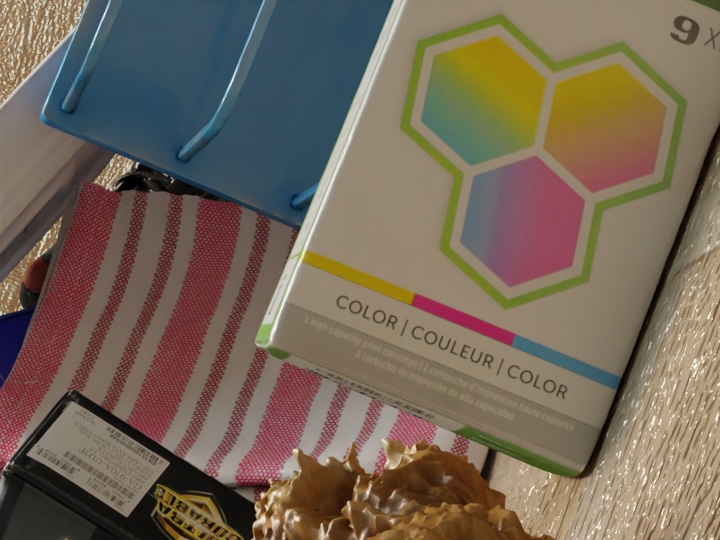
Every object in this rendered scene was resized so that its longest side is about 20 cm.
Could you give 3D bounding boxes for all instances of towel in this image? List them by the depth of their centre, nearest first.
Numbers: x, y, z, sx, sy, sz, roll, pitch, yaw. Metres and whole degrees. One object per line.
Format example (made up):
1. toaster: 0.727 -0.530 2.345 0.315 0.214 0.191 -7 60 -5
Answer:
1. towel: -0.038 0.027 1.023 0.030 0.199 0.147 75 -157 -46

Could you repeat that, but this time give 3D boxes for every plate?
1. plate: -0.145 -0.027 1.075 0.200 0.032 0.200 -49 1 -9

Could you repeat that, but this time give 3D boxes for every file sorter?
1. file sorter: 0.008 -0.084 0.943 0.123 0.200 0.139 162 131 -79

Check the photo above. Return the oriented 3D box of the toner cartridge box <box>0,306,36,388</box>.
1. toner cartridge box: -0.081 0.088 1.052 0.200 0.095 0.043 46 137 36

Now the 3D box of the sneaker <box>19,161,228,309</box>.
1. sneaker: -0.081 -0.033 1.220 0.200 0.071 0.098 -27 -58 -42

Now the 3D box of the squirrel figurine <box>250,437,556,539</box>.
1. squirrel figurine: -0.007 0.142 0.650 0.200 0.141 0.187 -55 -9 -13

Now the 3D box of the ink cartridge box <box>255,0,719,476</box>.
1. ink cartridge box: 0.053 -0.049 0.818 0.059 0.104 0.200 156 137 -83

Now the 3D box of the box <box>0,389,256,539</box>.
1. box: -0.072 0.153 0.938 0.046 0.159 0.200 -53 -6 -45
